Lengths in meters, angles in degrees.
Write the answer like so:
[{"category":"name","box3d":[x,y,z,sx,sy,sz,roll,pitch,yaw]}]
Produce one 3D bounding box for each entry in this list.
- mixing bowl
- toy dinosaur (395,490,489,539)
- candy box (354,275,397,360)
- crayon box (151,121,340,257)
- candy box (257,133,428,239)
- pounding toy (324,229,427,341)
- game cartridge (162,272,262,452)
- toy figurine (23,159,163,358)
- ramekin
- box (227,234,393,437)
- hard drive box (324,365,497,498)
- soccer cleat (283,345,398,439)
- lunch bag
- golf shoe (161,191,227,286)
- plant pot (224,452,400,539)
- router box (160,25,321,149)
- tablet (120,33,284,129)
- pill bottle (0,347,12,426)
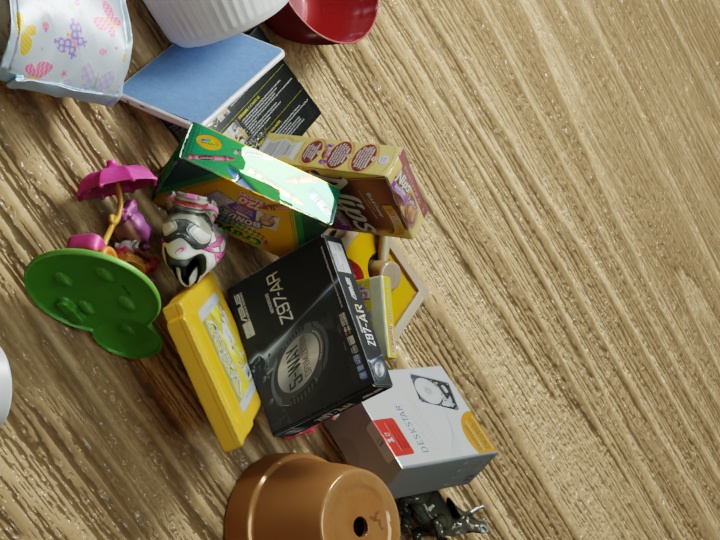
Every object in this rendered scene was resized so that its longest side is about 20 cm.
[{"category":"mixing bowl","box3d":[-0.080,-0.392,1.725,0.200,0.108,0.201,15,69,-43]},{"category":"toy dinosaur","box3d":[0.085,0.323,1.730,0.200,0.077,0.102,42,31,-13]},{"category":"candy box","box3d":[-0.049,0.074,1.555,0.026,0.199,0.103,17,66,-57]},{"category":"crayon box","box3d":[-0.139,-0.092,1.521,0.199,0.119,0.058,24,59,-16]},{"category":"candy box","box3d":[-0.026,-0.106,1.568,0.057,0.199,0.117,-63,145,-31]},{"category":"pounding toy","box3d":[0.000,0.000,1.669,0.184,0.142,0.200,55,46,-20]},{"category":"game cartridge","box3d":[-0.167,0.101,1.465,0.200,0.032,0.177,-81,148,-80]},{"category":"toy figurine","box3d":[-0.270,-0.030,1.422,0.200,0.149,0.185,61,30,-46]},{"category":"ramekin","box3d":[-0.175,-0.354,1.557,0.202,0.202,0.095,-49,126,-42]},{"category":"box","box3d":[-0.065,0.080,1.523,0.043,0.160,0.201,11,55,-58]},{"category":"hard drive box","box3d":[0.063,0.215,1.675,0.199,0.077,0.156,-1,49,-47]},{"category":"soccer cleat","box3d":[-0.038,0.132,1.587,0.077,0.200,0.067,50,17,19]},{"category":"lunch bag","box3d":[-0.356,-0.284,1.393,0.169,0.127,0.201,3,67,-48]},{"category":"golf shoe","box3d":[-0.202,-0.024,1.462,0.072,0.200,0.093,11,77,3]},{"category":"plant pot","box3d":[-0.047,0.317,1.529,0.200,0.140,0.201,16,67,-42]},{"category":"router box","box3d":[-0.152,-0.204,1.635,0.149,0.051,0.200,53,46,-19]},{"category":"tablet","box3d":[-0.198,-0.246,1.563,0.200,0.130,0.014,-50,156,-41]},{"category":"pill bottle","box3d":[-0.442,0.117,1.188,0.199,0.116,0.116,1,78,-47]}]
